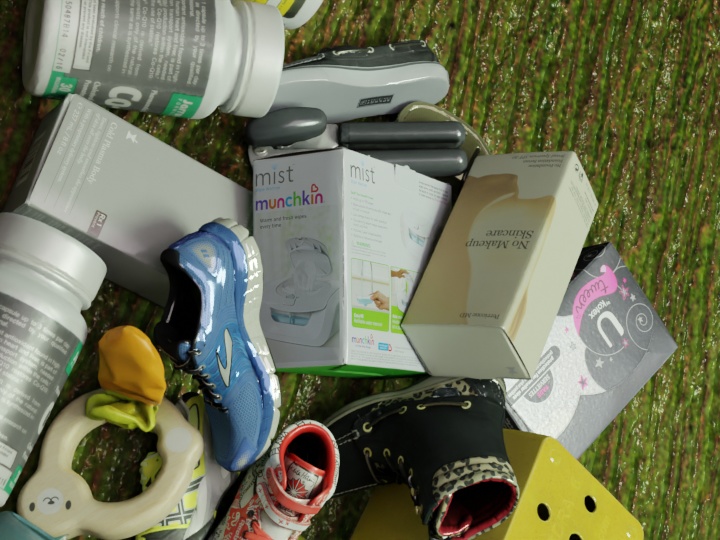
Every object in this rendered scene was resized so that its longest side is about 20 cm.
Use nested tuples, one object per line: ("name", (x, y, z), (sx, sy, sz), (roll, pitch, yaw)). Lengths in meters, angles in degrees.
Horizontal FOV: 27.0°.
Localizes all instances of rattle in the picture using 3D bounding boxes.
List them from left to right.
("rattle", (-0.216, 0.159, 1.149), (0.200, 0.143, 0.130), (-40, 84, -20))

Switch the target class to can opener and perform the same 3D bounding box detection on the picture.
("can opener", (-0.003, -0.113, 1.331), (0.198, 0.067, 0.054), (-1, 72, -3))

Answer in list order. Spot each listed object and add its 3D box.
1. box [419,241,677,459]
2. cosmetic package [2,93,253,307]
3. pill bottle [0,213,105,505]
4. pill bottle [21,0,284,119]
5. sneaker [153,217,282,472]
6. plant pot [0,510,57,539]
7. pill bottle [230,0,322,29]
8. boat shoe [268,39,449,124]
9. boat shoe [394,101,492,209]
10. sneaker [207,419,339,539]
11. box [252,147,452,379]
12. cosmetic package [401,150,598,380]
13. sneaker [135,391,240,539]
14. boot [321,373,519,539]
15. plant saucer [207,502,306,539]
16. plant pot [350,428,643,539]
("box", (0.178, 0.085, 1.412), (0.200, 0.115, 0.133), (-42, 104, -28))
("cosmetic package", (-0.182, -0.046, 1.236), (0.199, 0.090, 0.108), (26, 68, -22))
("pill bottle", (-0.278, 0.066, 1.136), (0.113, 0.113, 0.201), (31, 71, -23))
("pill bottle", (-0.170, -0.186, 1.233), (0.199, 0.113, 0.114), (6, 80, -21))
("sneaker", (-0.121, 0.064, 1.175), (0.089, 0.078, 0.202), (-19, 107, -37))
("plant pot", (-0.253, 0.253, 1.070), (0.200, 0.200, 0.135), (39, 78, -20))
("pill bottle", (-0.127, -0.289, 1.286), (0.199, 0.112, 0.113), (15, 76, -28))
("boat shoe", (-0.013, -0.175, 1.371), (0.199, 0.069, 0.057), (-7, 60, -28))
("boat shoe", (0.103, -0.077, 1.418), (0.200, 0.068, 0.075), (41, 72, -10))
("sneaker", (-0.080, 0.211, 1.196), (0.067, 0.108, 0.202), (30, 59, -8))
("box", (0.000, 0.000, 1.282), (0.200, 0.096, 0.178), (10, 76, -60))
("cosmetic package", (0.122, -0.007, 1.287), (0.071, 0.105, 0.201), (58, 44, -38))
("sneaker", (-0.156, 0.194, 1.236), (0.076, 0.075, 0.201), (28, 66, -2))
("boot", (0.037, 0.169, 1.251), (0.203, 0.154, 0.074), (-26, 120, 11))
("plant saucer", (-0.074, 0.324, 1.269), (0.200, 0.048, 0.200), (44, 64, -18))
("plant pot", (0.124, 0.252, 1.295), (0.200, 0.176, 0.201), (45, 49, -18))
